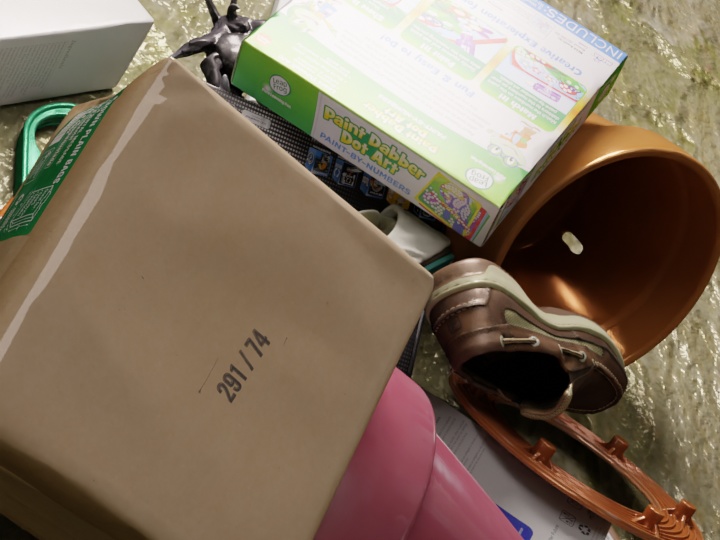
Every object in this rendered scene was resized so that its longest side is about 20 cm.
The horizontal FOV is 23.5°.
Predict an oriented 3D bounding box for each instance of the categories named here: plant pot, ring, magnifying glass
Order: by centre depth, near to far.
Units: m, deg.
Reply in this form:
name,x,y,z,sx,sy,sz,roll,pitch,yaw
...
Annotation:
name,x,y,z,sx,sy,sz,roll,pitch,yaw
plant pot,-0.001,0.162,0.937,0.179,0.200,0.200,39,34,-22
magnifying glass,-0.209,-0.049,1.129,0.080,0.022,0.200,33,35,-4
ring,0.146,0.120,1.151,0.200,0.019,0.200,32,9,-6
plant pot,0.143,-0.036,1.262,0.200,0.200,0.140,5,30,-34

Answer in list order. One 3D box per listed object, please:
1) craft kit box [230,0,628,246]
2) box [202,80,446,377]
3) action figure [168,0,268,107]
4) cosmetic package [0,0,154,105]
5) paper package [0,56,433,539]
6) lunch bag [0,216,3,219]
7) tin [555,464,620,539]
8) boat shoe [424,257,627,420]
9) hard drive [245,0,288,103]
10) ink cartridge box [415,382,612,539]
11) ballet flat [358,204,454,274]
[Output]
name,x,y,z,sx,sy,sz,roll,pitch,yaw
craft kit box,0.050,-0.134,1.152,0.200,0.049,0.198,34,46,10
box,-0.048,-0.013,1.127,0.200,0.044,0.160,22,69,-21
action figure,-0.075,-0.104,1.221,0.119,0.102,0.200,-17,81,-37
cosmetic package,-0.252,-0.170,1.181,0.200,0.074,0.102,-14,59,-48
paper package,-0.091,0.038,0.809,0.191,0.103,0.200,40,61,-24
lunch bag,-0.148,0.040,0.936,0.200,0.170,0.127,-5,81,-40
tin,0.131,0.204,1.106,0.112,0.042,0.200,-8,55,-38
boat shoe,0.109,0.065,1.097,0.202,0.075,0.075,27,38,-45
hard drive,-0.018,-0.156,1.387,0.132,0.026,0.200,26,38,-13
ink cartridge box,0.054,0.134,1.064,0.200,0.039,0.099,35,38,4
ballet flat,0.000,0.000,1.048,0.069,0.069,0.200,41,21,6
